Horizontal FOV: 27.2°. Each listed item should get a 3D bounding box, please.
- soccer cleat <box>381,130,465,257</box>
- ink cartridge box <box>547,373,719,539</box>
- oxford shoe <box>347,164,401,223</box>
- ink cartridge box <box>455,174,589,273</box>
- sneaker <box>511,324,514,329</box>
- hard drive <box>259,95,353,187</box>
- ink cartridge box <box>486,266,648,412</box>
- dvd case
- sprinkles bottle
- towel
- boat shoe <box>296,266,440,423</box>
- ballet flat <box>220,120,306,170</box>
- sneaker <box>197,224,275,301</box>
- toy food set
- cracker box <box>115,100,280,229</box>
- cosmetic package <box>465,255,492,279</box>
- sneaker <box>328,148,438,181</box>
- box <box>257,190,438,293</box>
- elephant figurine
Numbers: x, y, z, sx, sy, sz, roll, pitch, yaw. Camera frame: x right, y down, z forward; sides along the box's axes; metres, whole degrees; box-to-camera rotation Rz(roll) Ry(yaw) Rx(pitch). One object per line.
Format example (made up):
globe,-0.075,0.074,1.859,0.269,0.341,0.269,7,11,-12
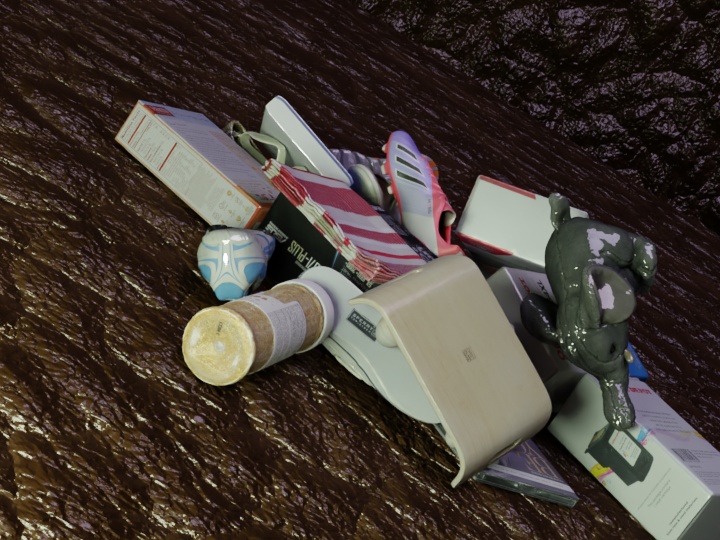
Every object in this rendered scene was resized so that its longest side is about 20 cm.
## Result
soccer cleat,0.074,-0.083,1.749,0.067,0.076,0.201,49,28,-53
ink cartridge box,0.326,0.211,1.650,0.145,0.083,0.200,11,28,-51
oxford shoe,0.024,-0.089,1.826,0.075,0.058,0.200,64,-1,17
ink cartridge box,0.211,-0.041,1.867,0.145,0.084,0.200,20,-4,13
sneaker,0.149,0.123,1.569,0.082,0.077,0.200,58,10,-16
hard drive,-0.068,-0.133,1.777,0.132,0.025,0.200,49,-8,0
ink cartridge box,0.225,0.084,1.732,0.200,0.084,0.146,8,48,-50
dvd case,0.122,0.160,1.521,0.148,0.016,0.200,21,21,-39
sprinkles bottle,-0.087,0.052,1.325,0.068,0.068,0.200,37,17,11
towel,-0.002,-0.046,1.546,0.144,0.023,0.200,13,27,-52
boat shoe,0.010,0.076,1.462,0.200,0.072,0.066,38,-15,-4
ballet flat,-0.104,-0.109,1.738,0.200,0.075,0.068,44,21,29
sneaker,-0.123,-0.008,1.460,0.072,0.073,0.200,5,4,2
toy food set,0.086,0.091,1.417,0.143,0.060,0.201,-24,82,-44
cracker box,-0.159,-0.104,1.648,0.200,0.058,0.134,42,16,21
cosmetic package,0.112,0.025,1.825,0.200,0.052,0.151,17,21,-46
sneaker,-0.005,-0.113,1.963,0.199,0.078,0.112,2,-6,-22
box,0.000,0.000,1.610,0.164,0.086,0.200,42,18,26
elephant figurine,0.248,0.045,1.605,0.155,0.142,0.200,15,44,11
